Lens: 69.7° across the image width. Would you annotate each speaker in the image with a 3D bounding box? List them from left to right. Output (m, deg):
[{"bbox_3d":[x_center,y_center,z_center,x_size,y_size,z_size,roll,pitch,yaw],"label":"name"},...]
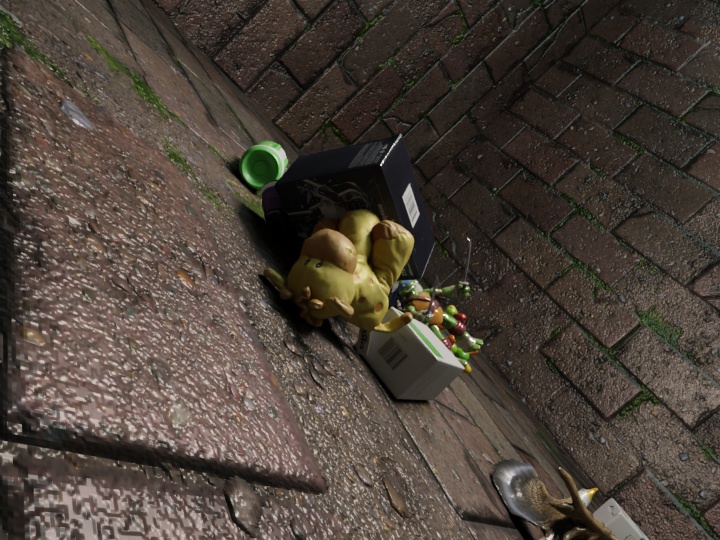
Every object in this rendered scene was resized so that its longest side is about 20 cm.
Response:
[{"bbox_3d":[-0.194,-0.216,1.046,0.088,0.088,0.200,45,7,-16],"label":"speaker"}]

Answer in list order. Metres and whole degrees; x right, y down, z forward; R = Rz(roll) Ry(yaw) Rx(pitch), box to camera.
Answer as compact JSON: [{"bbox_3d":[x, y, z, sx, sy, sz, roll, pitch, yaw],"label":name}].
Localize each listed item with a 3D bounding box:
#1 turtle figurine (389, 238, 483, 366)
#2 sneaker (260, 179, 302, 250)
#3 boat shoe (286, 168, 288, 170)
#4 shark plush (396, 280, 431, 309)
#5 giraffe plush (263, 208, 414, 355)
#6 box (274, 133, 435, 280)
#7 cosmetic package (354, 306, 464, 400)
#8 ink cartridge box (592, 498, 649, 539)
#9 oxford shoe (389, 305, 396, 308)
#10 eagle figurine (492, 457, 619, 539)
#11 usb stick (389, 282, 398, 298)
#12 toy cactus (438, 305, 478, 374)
[{"bbox_3d":[0.164,0.082,0.975,0.194,0.199,0.144,55,22,-6],"label":"turtle figurine"},{"bbox_3d":[-0.105,-0.058,0.883,0.200,0.075,0.088,45,31,-49],"label":"sneaker"},{"bbox_3d":[-0.164,-0.184,1.157,0.072,0.060,0.202,44,8,-24],"label":"boat shoe"},{"bbox_3d":[0.108,0.070,1.164,0.200,0.090,0.084,44,-21,59],"label":"shark plush"},{"bbox_3d":[-0.034,0.009,0.666,0.162,0.172,0.201,14,68,-59],"label":"giraffe plush"},{"bbox_3d":[-0.002,-0.086,0.811,0.201,0.181,0.104,66,34,-31],"label":"box"},{"bbox_3d":[0.082,0.136,0.806,0.108,0.085,0.200,48,8,24],"label":"cosmetic package"},{"bbox_3d":[0.768,0.772,1.465,0.200,0.083,0.147,51,8,16],"label":"ink cartridge box"},{"bbox_3d":[0.054,0.040,1.216,0.200,0.071,0.073,48,12,2],"label":"oxford shoe"},{"bbox_3d":[0.292,0.367,0.776,0.200,0.150,0.153,129,-36,-68],"label":"eagle figurine"},{"bbox_3d":[0.076,0.004,1.188,0.033,0.055,0.201,49,35,-24],"label":"usb stick"},{"bbox_3d":[0.183,0.146,1.164,0.165,0.102,0.201,32,-32,40],"label":"toy cactus"}]
